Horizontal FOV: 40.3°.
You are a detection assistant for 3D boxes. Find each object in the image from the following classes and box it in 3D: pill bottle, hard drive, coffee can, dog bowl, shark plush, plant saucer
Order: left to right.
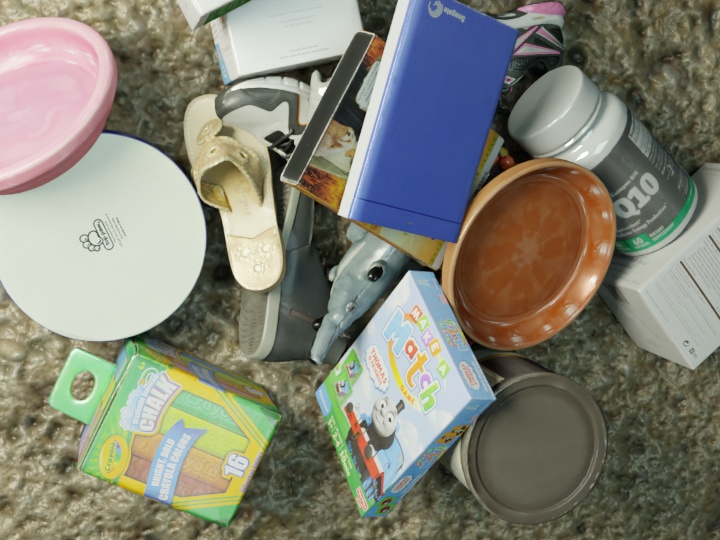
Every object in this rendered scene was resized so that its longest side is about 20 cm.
[{"bbox_3d":[-0.307,-0.141,0.877,0.200,0.201,0.051,-32,143,-8],"label":"plant saucer"},{"bbox_3d":[-0.249,-0.035,0.942,0.200,0.079,0.201,-2,98,-14],"label":"dog bowl"},{"bbox_3d":[0.000,0.000,0.962,0.200,0.083,0.091,-42,95,-24],"label":"shark plush"},{"bbox_3d":[0.062,-0.132,0.858,0.132,0.025,0.200,10,99,-41],"label":"hard drive"},{"bbox_3d":[0.140,0.153,1.006,0.146,0.200,0.147,-2,98,-15],"label":"coffee can"},{"bbox_3d":[0.166,-0.016,0.971,0.200,0.032,0.201,-14,121,-24],"label":"plant saucer"},{"bbox_3d":[0.253,-0.114,1.028,0.200,0.113,0.113,38,87,-26],"label":"pill bottle"}]

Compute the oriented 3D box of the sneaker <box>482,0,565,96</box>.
[{"bbox_3d":[0.128,-0.221,1.012,0.200,0.080,0.087,-13,98,-11],"label":"sneaker"}]

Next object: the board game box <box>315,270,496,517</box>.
[{"bbox_3d":[0.036,0.122,0.956,0.037,0.151,0.200,7,134,-36],"label":"board game box"}]

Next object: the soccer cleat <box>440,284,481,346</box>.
[{"bbox_3d":[0.132,0.022,1.057,0.200,0.085,0.069,-37,124,-30],"label":"soccer cleat"}]

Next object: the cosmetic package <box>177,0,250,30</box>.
[{"bbox_3d":[-0.067,-0.285,0.808,0.200,0.108,0.085,-28,102,-7],"label":"cosmetic package"}]

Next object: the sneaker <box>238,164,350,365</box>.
[{"bbox_3d":[-0.059,-0.003,1.011,0.106,0.075,0.200,12,86,-36],"label":"sneaker"}]

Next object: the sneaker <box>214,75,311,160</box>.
[{"bbox_3d":[-0.050,-0.128,0.951,0.200,0.074,0.080,13,71,-33],"label":"sneaker"}]

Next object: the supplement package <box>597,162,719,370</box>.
[{"bbox_3d":[0.376,-0.010,1.085,0.200,0.121,0.120,-41,106,-6],"label":"supplement package"}]

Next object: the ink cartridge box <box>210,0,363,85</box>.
[{"bbox_3d":[-0.086,-0.289,0.924,0.125,0.129,0.200,-15,100,-12],"label":"ink cartridge box"}]

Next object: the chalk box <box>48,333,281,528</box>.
[{"bbox_3d":[-0.199,0.142,0.956,0.200,0.124,0.125,25,91,-17],"label":"chalk box"}]

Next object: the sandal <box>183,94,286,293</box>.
[{"bbox_3d":[-0.121,-0.085,0.931,0.077,0.070,0.212,-19,78,1],"label":"sandal"}]

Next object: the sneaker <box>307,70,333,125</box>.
[{"bbox_3d":[0.032,-0.166,0.918,0.200,0.076,0.092,-27,131,-38],"label":"sneaker"}]

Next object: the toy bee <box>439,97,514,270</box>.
[{"bbox_3d":[0.113,-0.093,1.014,0.131,0.109,0.200,-9,100,-12],"label":"toy bee"}]

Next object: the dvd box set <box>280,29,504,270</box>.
[{"bbox_3d":[0.035,-0.101,0.887,0.200,0.029,0.147,30,87,-42],"label":"dvd box set"}]
